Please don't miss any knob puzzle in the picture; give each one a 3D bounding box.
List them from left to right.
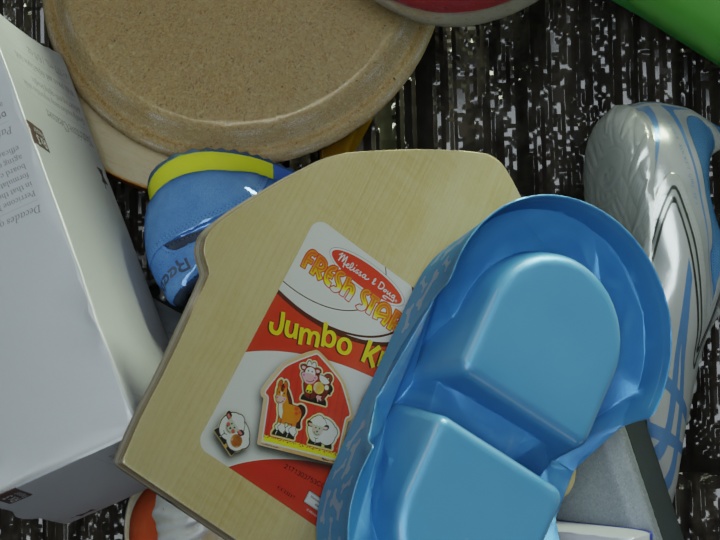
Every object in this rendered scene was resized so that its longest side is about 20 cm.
[{"bbox_3d":[0.009,0.039,1.097,0.219,0.030,0.221,4,83,-28],"label":"knob puzzle"}]

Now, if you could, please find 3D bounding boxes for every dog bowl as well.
[{"bbox_3d":[0.051,0.066,1.072,0.111,0.050,0.201,33,71,-22],"label":"dog bowl"}]

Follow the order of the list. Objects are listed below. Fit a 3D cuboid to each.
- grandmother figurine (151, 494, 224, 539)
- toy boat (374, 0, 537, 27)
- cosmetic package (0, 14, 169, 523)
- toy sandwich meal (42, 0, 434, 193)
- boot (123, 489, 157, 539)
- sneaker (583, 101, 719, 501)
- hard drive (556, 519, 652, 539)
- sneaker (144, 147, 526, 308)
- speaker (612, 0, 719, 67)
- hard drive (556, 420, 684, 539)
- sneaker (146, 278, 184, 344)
[{"bbox_3d":[-0.016,0.158,1.112,0.060,0.121,0.200,-34,95,31],"label":"grandmother figurine"},{"bbox_3d":[0.019,-0.202,1.135,0.200,0.131,0.131,38,74,13],"label":"toy boat"},{"bbox_3d":[-0.143,0.000,1.120,0.081,0.113,0.201,-25,77,8],"label":"cosmetic package"},{"bbox_3d":[-0.055,-0.123,1.221,0.204,0.070,0.206,-1,73,3],"label":"toy sandwich meal"},{"bbox_3d":[-0.050,0.175,1.167,0.075,0.107,0.201,-25,82,0],"label":"boot"},{"bbox_3d":[0.137,0.025,1.200,0.072,0.072,0.201,3,90,-24],"label":"sneaker"},{"bbox_3d":[0.064,0.207,1.151,0.131,0.025,0.201,3,96,33],"label":"hard drive"},{"bbox_3d":[0.000,0.000,1.174,0.199,0.066,0.079,6,51,-22],"label":"sneaker"},{"bbox_3d":[0.192,-0.123,1.203,0.199,0.088,0.089,33,85,4],"label":"speaker"},{"bbox_3d":[0.077,0.127,1.171,0.139,0.033,0.201,-22,82,33],"label":"hard drive"},{"bbox_3d":[-0.118,0.000,1.203,0.199,0.075,0.116,-7,81,1],"label":"sneaker"}]
